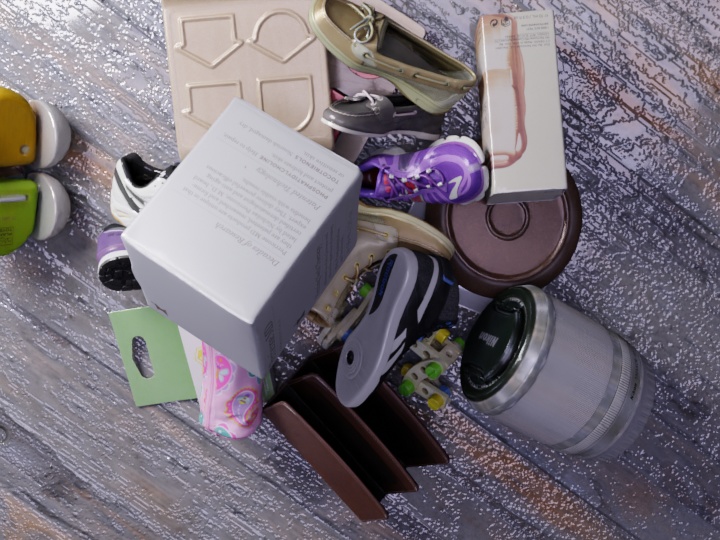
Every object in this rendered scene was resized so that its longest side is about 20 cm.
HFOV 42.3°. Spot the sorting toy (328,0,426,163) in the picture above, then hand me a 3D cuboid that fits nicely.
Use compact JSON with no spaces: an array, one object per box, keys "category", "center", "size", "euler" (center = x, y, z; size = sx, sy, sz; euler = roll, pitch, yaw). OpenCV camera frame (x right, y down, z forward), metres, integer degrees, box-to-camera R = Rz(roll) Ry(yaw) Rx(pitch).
[{"category":"sorting toy","center":[-0.053,-0.251,1.112],"size":[0.198,0.070,0.201],"euler":[30,102,-3]}]

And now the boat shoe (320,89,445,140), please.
[{"category":"boat shoe","center":[0.030,-0.187,1.073],"size":[0.066,0.198,0.058],"euler":[30,113,35]}]

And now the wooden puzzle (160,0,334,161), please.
[{"category":"wooden puzzle","center":[-0.126,-0.226,1.066],"size":[0.182,0.046,0.204],"euler":[-4,106,4]}]

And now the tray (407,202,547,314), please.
[{"category":"tray","center":[0.139,-0.009,1.178],"size":[0.197,0.022,0.109],"euler":[22,103,-2]}]

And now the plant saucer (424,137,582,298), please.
[{"category":"plant saucer","center":[0.178,-0.066,1.141],"size":[0.196,0.034,0.204],"euler":[0,92,-2]}]

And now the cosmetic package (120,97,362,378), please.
[{"category":"cosmetic package","center":[-0.118,-0.031,0.988],"size":[0.165,0.168,0.201],"euler":[30,68,11]}]

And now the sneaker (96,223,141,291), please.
[{"category":"sneaker","center":[-0.229,-0.030,1.168],"size":[0.197,0.088,0.076],"euler":[3,135,-22]}]

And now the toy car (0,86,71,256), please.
[{"category":"toy car","center":[-0.456,-0.123,1.131],"size":[0.148,0.174,0.204],"euler":[13,106,35]}]

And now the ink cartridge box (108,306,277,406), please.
[{"category":"ink cartridge box","center":[-0.217,0.110,1.200],"size":[0.196,0.048,0.148],"euler":[-10,111,3]}]

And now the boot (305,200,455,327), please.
[{"category":"boot","center":[0.000,0.000,1.105],"size":[0.197,0.073,0.157],"euler":[19,69,9]}]

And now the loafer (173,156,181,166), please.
[{"category":"loafer","center":[-0.141,-0.083,1.156],"size":[0.200,0.072,0.063],"euler":[44,60,-7]}]

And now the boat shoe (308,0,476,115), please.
[{"category":"boat shoe","center":[0.036,-0.247,1.027],"size":[0.199,0.074,0.063],"euler":[32,145,-18]}]

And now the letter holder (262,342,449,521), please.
[{"category":"letter holder","center":[-0.004,0.202,1.155],"size":[0.200,0.142,0.101],"euler":[49,61,-7]}]

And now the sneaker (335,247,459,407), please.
[{"category":"sneaker","center":[0.054,0.076,1.076],"size":[0.111,0.073,0.202],"euler":[10,114,-35]}]

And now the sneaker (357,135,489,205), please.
[{"category":"sneaker","center":[0.063,-0.103,1.085],"size":[0.198,0.083,0.082],"euler":[-2,108,44]}]

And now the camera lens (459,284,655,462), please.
[{"category":"camera lens","center":[0.230,0.124,1.117],"size":[0.198,0.160,0.161],"euler":[28,103,-18]}]

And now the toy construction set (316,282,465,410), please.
[{"category":"toy construction set","center":[0.046,0.086,1.173],"size":[0.198,0.092,0.132],"euler":[29,134,4]}]

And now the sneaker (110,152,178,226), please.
[{"category":"sneaker","center":[-0.216,-0.077,1.113],"size":[0.197,0.076,0.089],"euler":[20,125,13]}]

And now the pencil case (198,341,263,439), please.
[{"category":"pencil case","center":[-0.158,0.101,1.124],"size":[0.086,0.088,0.203],"euler":[4,114,2]}]

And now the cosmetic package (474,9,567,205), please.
[{"category":"cosmetic package","center":[0.182,-0.184,1.073],"size":[0.086,0.103,0.204],"euler":[-4,85,2]}]
